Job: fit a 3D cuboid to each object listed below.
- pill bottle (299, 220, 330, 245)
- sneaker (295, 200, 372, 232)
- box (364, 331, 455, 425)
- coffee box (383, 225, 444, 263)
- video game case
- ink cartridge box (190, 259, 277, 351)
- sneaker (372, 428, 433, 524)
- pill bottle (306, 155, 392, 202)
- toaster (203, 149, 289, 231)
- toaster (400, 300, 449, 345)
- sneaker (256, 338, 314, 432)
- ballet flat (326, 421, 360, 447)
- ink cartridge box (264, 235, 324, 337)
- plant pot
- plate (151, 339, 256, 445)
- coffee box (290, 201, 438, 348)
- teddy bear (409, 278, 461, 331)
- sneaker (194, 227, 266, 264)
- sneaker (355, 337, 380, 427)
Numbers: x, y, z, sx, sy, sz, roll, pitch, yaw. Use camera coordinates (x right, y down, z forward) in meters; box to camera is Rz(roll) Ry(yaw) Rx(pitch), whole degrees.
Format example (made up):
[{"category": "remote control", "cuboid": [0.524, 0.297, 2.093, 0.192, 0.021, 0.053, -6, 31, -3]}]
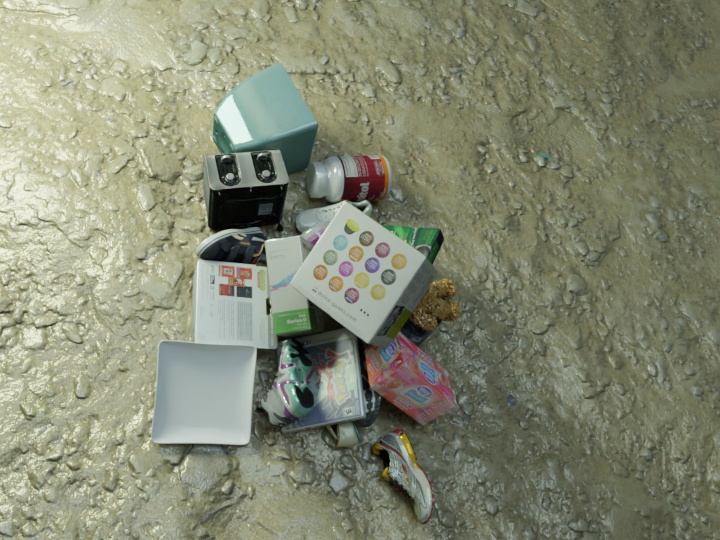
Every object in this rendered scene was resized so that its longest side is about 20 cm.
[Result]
[{"category": "pill bottle", "cuboid": [-0.059, -0.005, 1.788, 0.111, 0.113, 0.201, -26, 74, -31]}, {"category": "sneaker", "cuboid": [-0.063, -0.135, 1.880, 0.197, 0.081, 0.076, -10, 68, -24]}, {"category": "box", "cuboid": [0.107, 0.233, 1.666, 0.200, 0.094, 0.103, 41, 27, -35]}, {"category": "coffee box", "cuboid": [0.086, -0.050, 1.844, 0.198, 0.044, 0.124, 7, 51, 31]}, {"category": "video game case", "cuboid": [-0.086, 0.230, 1.644, 0.180, 0.023, 0.203, -13, 63, 11]}, {"category": "ink cartridge box", "cuboid": [-0.271, 0.090, 1.667, 0.173, 0.084, 0.203, 5, 61, -17]}, {"category": "sneaker", "cuboid": [0.088, 0.439, 1.630, 0.081, 0.078, 0.201, -16, 60, -24]}, {"category": "pill bottle", "cuboid": [-0.029, -0.226, 1.923, 0.197, 0.113, 0.114, -5, 64, -23]}, {"category": "toaster", "cuboid": [-0.262, -0.179, 1.768, 0.178, 0.201, 0.120, -7, 62, -16]}, {"category": "toaster", "cuboid": [0.109, 0.120, 1.775, 0.113, 0.129, 0.200, 40, 55, 5]}, {"category": "sneaker", "cuboid": [-0.167, 0.243, 1.609, 0.077, 0.140, 0.201, 36, 27, -27]}, {"category": "ballet flat", "cuboid": [-0.059, 0.283, 1.661, 0.069, 0.070, 0.202, -9, 66, -26]}, {"category": "ink cartridge box", "cuboid": [-0.141, 0.037, 1.672, 0.086, 0.145, 0.203, -10, 81, 7]}, {"category": "plant pot", "cuboid": [-0.243, -0.338, 1.860, 0.198, 0.197, 0.197, -25, 73, -22]}, {"category": "plate", "cuboid": [-0.314, 0.245, 1.561, 0.197, 0.032, 0.203, 5, 85, -19]}, {"category": "coffee box", "cuboid": [0.015, 0.014, 1.545, 0.199, 0.200, 0.199, 35, 91, 16]}, {"category": "teddy bear", "cuboid": [0.134, 0.062, 1.689, 0.198, 0.067, 0.147, 18, 69, -19]}, {"category": "sneaker", "cuboid": [-0.272, -0.044, 1.718, 0.199, 0.078, 0.080, -18, 68, -52]}, {"category": "sneaker", "cuboid": [-0.001, 0.246, 1.683, 0.076, 0.089, 0.202, -10, 62, -4]}]
